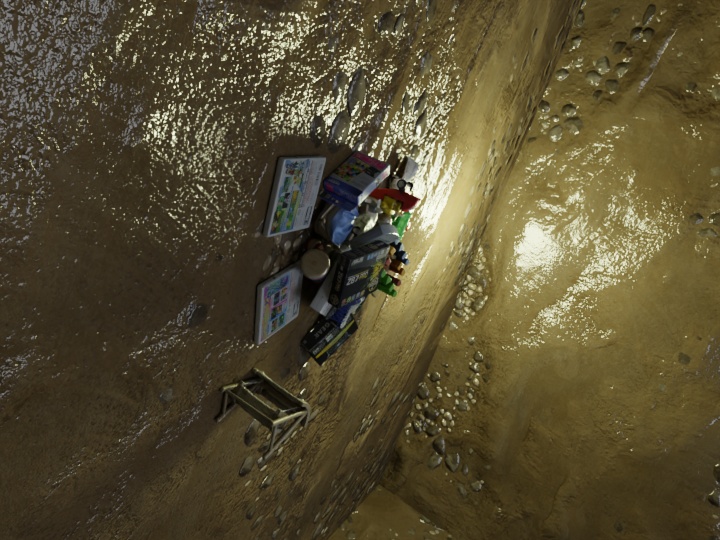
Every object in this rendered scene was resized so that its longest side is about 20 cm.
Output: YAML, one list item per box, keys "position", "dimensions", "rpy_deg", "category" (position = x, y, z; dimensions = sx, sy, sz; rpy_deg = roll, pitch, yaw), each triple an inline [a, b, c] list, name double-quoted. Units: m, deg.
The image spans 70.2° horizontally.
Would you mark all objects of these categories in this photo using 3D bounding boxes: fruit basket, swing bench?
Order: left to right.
- position: [-0.272, 0.392, 1.472]
  dimensions: [0.199, 0.197, 0.131]
  rpy_deg: [-26, 137, -56]
  category: "swing bench"
- position: [0.137, -0.172, 1.927]
  dimensions: [0.187, 0.093, 0.200]
  rpy_deg: [-68, 166, 12]
  category: "fruit basket"

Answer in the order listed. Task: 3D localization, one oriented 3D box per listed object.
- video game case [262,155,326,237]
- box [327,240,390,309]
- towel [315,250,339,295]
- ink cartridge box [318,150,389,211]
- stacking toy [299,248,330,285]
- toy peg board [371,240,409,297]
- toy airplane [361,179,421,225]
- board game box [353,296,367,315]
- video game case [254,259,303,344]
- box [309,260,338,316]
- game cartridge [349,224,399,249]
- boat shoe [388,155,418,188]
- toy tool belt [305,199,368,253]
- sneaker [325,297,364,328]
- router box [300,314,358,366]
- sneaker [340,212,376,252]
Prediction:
- position: [-0.167, -0.193, 1.311]
  dimensions: [0.182, 0.022, 0.202]
  rpy_deg: [-23, 135, -58]
  category: "video game case"
- position: [-0.003, 0.008, 1.490]
  dimensions: [0.199, 0.049, 0.163]
  rpy_deg: [-21, 133, -51]
  category: "box"
- position: [-0.082, 0.022, 1.703]
  dimensions: [0.148, 0.036, 0.202]
  rpy_deg: [1, 114, -65]
  category: "towel"
- position: [-0.017, -0.254, 1.442]
  dimensions: [0.200, 0.118, 0.042]
  rpy_deg: [-50, 155, -30]
  category: "ink cartridge box"
- position: [-0.128, 0.001, 1.511]
  dimensions: [0.086, 0.085, 0.200]
  rpy_deg: [-59, 174, -11]
  category: "stacking toy"
- position: [0.101, -0.020, 1.770]
  dimensions: [0.200, 0.097, 0.201]
  rpy_deg: [-53, 144, -16]
  category: "toy peg board"
- position: [0.064, -0.205, 1.582]
  dimensions: [0.197, 0.199, 0.143]
  rpy_deg: [0, 94, -20]
  category: "toy airplane"
- position: [-0.017, 0.078, 1.829]
  dimensions: [0.134, 0.028, 0.201]
  rpy_deg: [2, 124, -51]
  category: "board game box"
- position: [-0.232, 0.090, 1.466]
  dimensions: [0.182, 0.023, 0.202]
  rpy_deg: [-36, 145, -48]
  category: "video game case"
- position: [-0.090, 0.059, 1.560]
  dimensions: [0.157, 0.041, 0.200]
  rpy_deg: [-59, 174, -7]
  category: "box"
- position: [0.050, -0.099, 1.592]
  dimensions: [0.200, 0.132, 0.041]
  rpy_deg: [3, 67, -73]
  category: "game cartridge"
- position: [0.129, -0.308, 1.792]
  dimensions: [0.070, 0.071, 0.202]
  rpy_deg: [30, 90, -40]
  category: "boat shoe"
- position: [-0.065, -0.120, 1.471]
  dimensions: [0.202, 0.122, 0.125]
  rpy_deg: [-61, 150, -6]
  category: "toy tool belt"
- position: [-0.053, 0.126, 1.636]
  dimensions: [0.116, 0.080, 0.200]
  rpy_deg: [-60, 180, -18]
  category: "sneaker"
- position: [-0.104, 0.226, 1.798]
  dimensions: [0.200, 0.052, 0.158]
  rpy_deg: [-43, 153, -14]
  category: "router box"
- position: [0.003, -0.143, 1.636]
  dimensions: [0.201, 0.070, 0.080]
  rpy_deg: [-54, -173, -24]
  category: "sneaker"
